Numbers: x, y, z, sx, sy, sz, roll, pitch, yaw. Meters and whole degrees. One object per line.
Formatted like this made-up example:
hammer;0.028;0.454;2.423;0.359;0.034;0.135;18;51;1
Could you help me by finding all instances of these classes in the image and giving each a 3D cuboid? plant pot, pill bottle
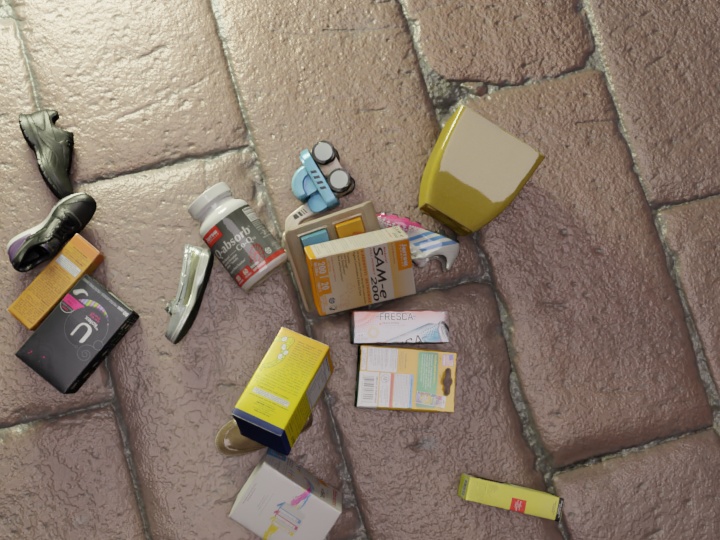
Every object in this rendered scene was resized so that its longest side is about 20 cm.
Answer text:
plant pot;0.220;-0.184;1.753;0.195;0.194;0.200;32;86;-2
pill bottle;-0.246;-0.068;1.715;0.116;0.116;0.200;-38;89;-10

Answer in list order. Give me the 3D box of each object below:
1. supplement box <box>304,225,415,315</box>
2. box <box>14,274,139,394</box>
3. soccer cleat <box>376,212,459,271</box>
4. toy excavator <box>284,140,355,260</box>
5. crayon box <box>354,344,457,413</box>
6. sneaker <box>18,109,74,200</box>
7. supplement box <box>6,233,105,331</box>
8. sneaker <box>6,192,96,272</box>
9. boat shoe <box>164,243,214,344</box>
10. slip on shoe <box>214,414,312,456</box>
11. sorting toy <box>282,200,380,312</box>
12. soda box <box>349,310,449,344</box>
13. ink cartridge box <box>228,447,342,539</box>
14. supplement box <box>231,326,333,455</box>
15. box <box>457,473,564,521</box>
supplement box;0.000;0.000;1.700;0.199;0.074;0.127;-14;113;-9
box;-0.541;0.124;1.662;0.122;0.106;0.200;38;81;-1
soccer cleat;0.107;-0.057;1.779;0.199;0.070;0.087;17;81;-5
toy excavator;-0.102;-0.140;1.763;0.199;0.100;0.195;-30;88;5
crayon box;0.091;0.221;1.753;0.199;0.052;0.126;5;83;-5
sneaker;-0.605;-0.233;1.717;0.090;0.076;0.201;-24;90;-19
supplement box;-0.594;0.025;1.688;0.069;0.067;0.200;38;80;-1
sneaker;-0.591;-0.066;1.679;0.200;0.088;0.076;-40;128;-4
boat shoe;-0.349;0.046;1.714;0.064;0.074;0.203;16;78;1
slip on shoe;-0.190;0.315;1.703;0.199;0.061;0.076;-12;85;-8
sorting toy;-0.041;-0.024;1.737;0.199;0.036;0.186;-21;113;-10
soda box;0.078;0.116;1.758;0.199;0.064;0.069;0;83;-6
ink cartridge box;-0.129;0.454;1.651;0.200;0.129;0.126;33;92;-3
supplement box;-0.146;0.231;1.654;0.109;0.109;0.200;21;62;16
box;0.302;0.457;1.739;0.199;0.075;0.050;15;82;-6
